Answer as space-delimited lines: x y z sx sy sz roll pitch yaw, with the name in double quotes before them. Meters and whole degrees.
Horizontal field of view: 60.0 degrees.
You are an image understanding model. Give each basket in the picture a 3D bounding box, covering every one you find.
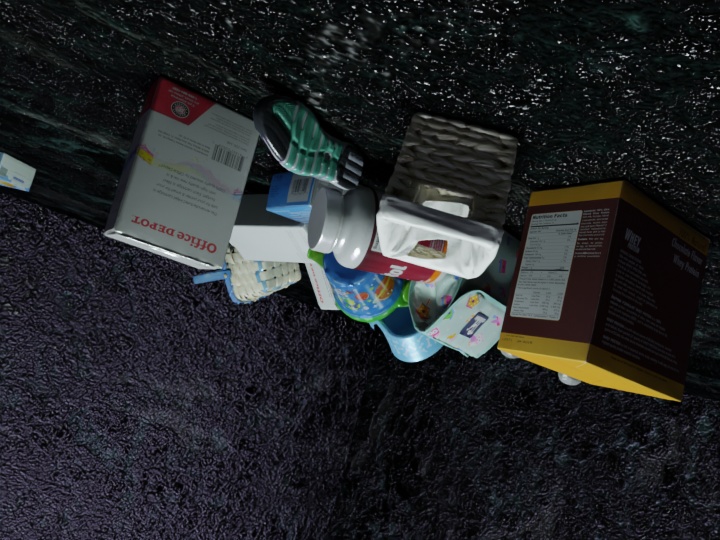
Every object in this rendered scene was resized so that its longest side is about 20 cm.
"basket" 0.098 -0.079 0.724 0.132 0.127 0.200 15 170 6
"basket" -0.237 -0.005 1.342 0.196 0.143 0.175 -13 -176 31

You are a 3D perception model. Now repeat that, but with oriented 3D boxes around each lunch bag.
"lunch bag" 0.168 0.026 0.988 0.120 0.205 0.169 7 167 43

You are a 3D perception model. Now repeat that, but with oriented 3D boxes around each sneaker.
"sneaker" -0.081 -0.153 0.776 0.086 0.076 0.199 16 173 35

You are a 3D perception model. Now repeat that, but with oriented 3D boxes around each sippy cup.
"sippy cup" 0.000 0.000 1.020 0.173 0.143 0.131 -14 156 12

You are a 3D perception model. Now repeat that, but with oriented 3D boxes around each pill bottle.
"pill bottle" 0.029 -0.053 0.877 0.195 0.116 0.113 11 173 -21

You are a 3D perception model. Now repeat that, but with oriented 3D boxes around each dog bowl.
"dog bowl" 0.072 0.072 1.077 0.050 0.110 0.200 57 174 -36

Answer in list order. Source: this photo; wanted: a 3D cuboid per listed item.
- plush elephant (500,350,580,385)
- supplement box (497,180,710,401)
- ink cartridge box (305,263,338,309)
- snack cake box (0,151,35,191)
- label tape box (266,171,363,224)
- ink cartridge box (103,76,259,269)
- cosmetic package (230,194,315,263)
"plush elephant" 0.364 0.086 1.205 0.161 0.205 0.155 16 -166 4
"supplement box" 0.298 0.028 0.758 0.194 0.205 0.132 21 170 -31
"ink cartridge box" -0.026 -0.001 1.280 0.083 0.150 0.198 -23 -169 -32
"snack cake box" -0.991 -0.278 1.668 0.195 0.069 0.115 13 172 18
"label tape box" -0.035 -0.102 1.021 0.197 0.068 0.142 15 173 -36
"ink cartridge box" -0.230 -0.120 0.812 0.145 0.205 0.085 21 169 -30
"cosmetic package" -0.153 -0.078 1.164 0.195 0.083 0.114 6 147 27
